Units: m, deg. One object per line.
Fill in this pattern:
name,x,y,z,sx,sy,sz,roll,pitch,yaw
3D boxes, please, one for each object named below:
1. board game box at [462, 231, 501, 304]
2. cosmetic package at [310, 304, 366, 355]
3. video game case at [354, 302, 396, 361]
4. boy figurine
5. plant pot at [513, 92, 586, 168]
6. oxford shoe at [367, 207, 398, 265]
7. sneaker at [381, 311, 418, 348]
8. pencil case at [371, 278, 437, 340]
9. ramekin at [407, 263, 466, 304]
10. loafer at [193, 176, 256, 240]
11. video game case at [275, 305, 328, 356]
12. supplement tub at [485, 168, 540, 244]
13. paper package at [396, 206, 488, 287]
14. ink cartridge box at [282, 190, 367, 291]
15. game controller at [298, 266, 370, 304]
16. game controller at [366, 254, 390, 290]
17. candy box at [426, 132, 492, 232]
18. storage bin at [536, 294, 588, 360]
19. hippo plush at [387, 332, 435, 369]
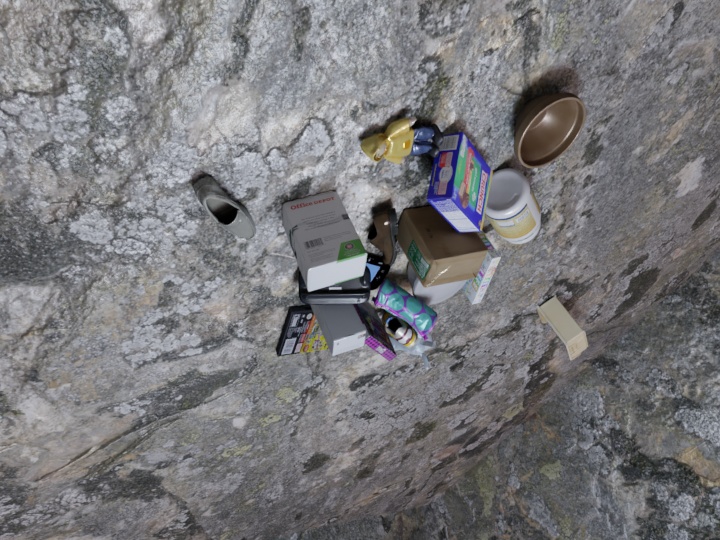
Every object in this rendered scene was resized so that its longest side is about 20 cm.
board game box,0.354,-0.016,1.698,0.033,0.136,0.203,-11,140,-21
cosmetic package,-0.067,0.124,1.518,0.099,0.203,0.075,-13,142,-18
video game case,0.025,0.158,1.635,0.035,0.184,0.200,-32,146,10
boy figurine,0.094,-0.294,1.258,0.195,0.065,0.126,-12,143,-28
plant pot,0.458,-0.369,1.391,0.195,0.094,0.204,-19,143,-14
oxford shoe,0.059,-0.088,1.482,0.081,0.074,0.203,-8,139,0
sneaker,0.106,0.159,1.707,0.090,0.200,0.075,41,90,-30
pencil case,0.131,0.113,1.621,0.094,0.197,0.085,-59,-177,-30
ramekin,0.230,0.000,1.666,0.197,0.096,0.206,-18,142,-14
loafer,-0.288,-0.119,1.195,0.069,0.071,0.200,-33,143,7
video game case,-0.153,0.178,1.673,0.176,0.026,0.203,-4,136,-30
supplement tub,0.426,-0.174,1.553,0.143,0.146,0.199,-36,143,11
paper package,0.214,-0.072,1.483,0.185,0.203,0.105,-9,140,-22
ink cartridge box,-0.087,-0.072,1.279,0.142,0.203,0.086,-14,146,-17
game controller,-0.068,0.037,1.474,0.193,0.108,0.042,0,-177,-8
game controller,0.000,0.000,1.554,0.196,0.043,0.105,13,126,-44
candy box,0.251,-0.212,1.372,0.075,0.175,0.199,3,163,34
storage bin,0.826,0.235,2.257,0.093,0.202,0.199,-34,144,6
hippo plush,0.187,0.208,1.843,0.160,0.195,0.164,4,104,-62
